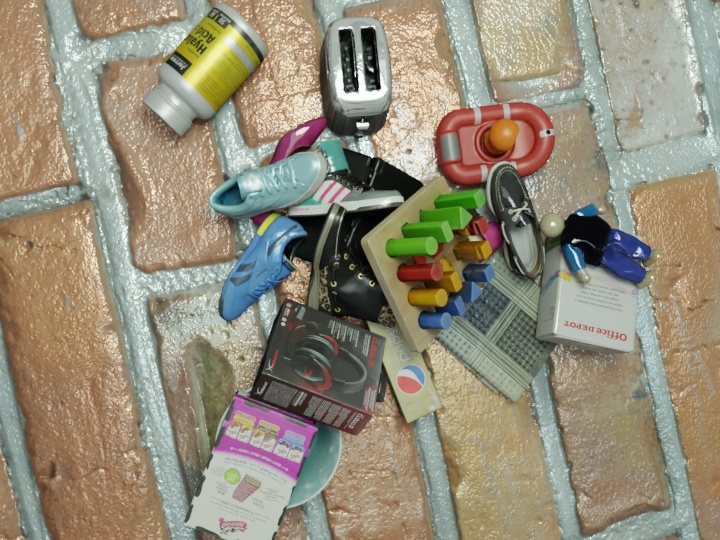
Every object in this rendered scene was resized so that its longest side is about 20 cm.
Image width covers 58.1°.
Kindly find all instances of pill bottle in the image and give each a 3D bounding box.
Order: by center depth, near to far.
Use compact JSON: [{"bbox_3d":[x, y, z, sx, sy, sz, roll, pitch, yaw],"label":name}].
[{"bbox_3d":[-0.251,-0.316,1.038,0.111,0.111,0.200,41,86,-5],"label":"pill bottle"}]

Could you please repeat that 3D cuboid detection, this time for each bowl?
[{"bbox_3d":[-0.131,0.271,1.059,0.198,0.105,0.203,0,91,-5],"label":"bowl"}]

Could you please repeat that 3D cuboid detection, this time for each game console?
[{"bbox_3d":[-0.011,-0.092,1.113,0.175,0.116,0.202,22,89,-36],"label":"game console"}]

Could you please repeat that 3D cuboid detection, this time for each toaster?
[{"bbox_3d":[-0.007,-0.324,1.056,0.112,0.129,0.203,-4,91,-7],"label":"toaster"}]

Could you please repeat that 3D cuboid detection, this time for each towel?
[{"bbox_3d":[0.251,0.101,1.141,0.200,0.035,0.193,40,83,-3],"label":"towel"}]

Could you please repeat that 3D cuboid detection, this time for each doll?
[{"bbox_3d":[0.383,-0.039,1.052,0.198,0.048,0.138,25,74,-3],"label":"doll"}]

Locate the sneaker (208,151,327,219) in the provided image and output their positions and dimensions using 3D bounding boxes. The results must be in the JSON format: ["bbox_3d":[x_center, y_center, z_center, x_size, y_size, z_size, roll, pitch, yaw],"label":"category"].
[{"bbox_3d":[-0.146,-0.128,0.998,0.198,0.082,0.075,-24,83,22],"label":"sneaker"}]

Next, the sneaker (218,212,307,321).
[{"bbox_3d":[-0.159,0.004,1.061,0.078,0.066,0.201,32,89,19],"label":"sneaker"}]

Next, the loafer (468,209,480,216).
[{"bbox_3d":[0.109,-0.074,1.089,0.199,0.073,0.072,-27,104,-23],"label":"loafer"}]

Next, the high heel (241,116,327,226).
[{"bbox_3d":[-0.116,-0.164,1.076,0.199,0.067,0.096,-38,84,10],"label":"high heel"}]

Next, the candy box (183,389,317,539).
[{"bbox_3d":[-0.163,0.300,0.973,0.135,0.061,0.202,23,87,-6],"label":"candy box"}]

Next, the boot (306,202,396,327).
[{"bbox_3d":[0.000,0.000,1.003,0.149,0.073,0.202,14,120,2],"label":"boot"}]

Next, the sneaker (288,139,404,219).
[{"bbox_3d":[-0.025,-0.146,1.028,0.198,0.083,0.122,-1,89,24],"label":"sneaker"}]

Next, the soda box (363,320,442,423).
[{"bbox_3d":[0.067,0.148,1.101,0.067,0.064,0.202,-22,93,-5],"label":"soda box"}]

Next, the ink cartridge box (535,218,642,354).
[{"bbox_3d":[0.389,0.031,1.106,0.143,0.084,0.202,12,77,-6],"label":"ink cartridge box"}]

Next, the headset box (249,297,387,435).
[{"bbox_3d":[-0.052,0.151,1.001,0.198,0.075,0.150,23,46,-10],"label":"headset box"}]

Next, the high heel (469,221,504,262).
[{"bbox_3d":[0.170,-0.032,1.094,0.198,0.096,0.068,-20,92,-6],"label":"high heel"}]

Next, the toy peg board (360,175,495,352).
[{"bbox_3d":[0.130,-0.013,0.975,0.200,0.097,0.201,-41,115,-35],"label":"toy peg board"}]

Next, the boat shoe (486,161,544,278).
[{"bbox_3d":[0.260,-0.080,1.072,0.073,0.060,0.202,-18,111,-9],"label":"boat shoe"}]

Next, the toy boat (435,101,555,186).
[{"bbox_3d":[0.231,-0.217,1.082,0.198,0.131,0.132,-9,92,-6],"label":"toy boat"}]
